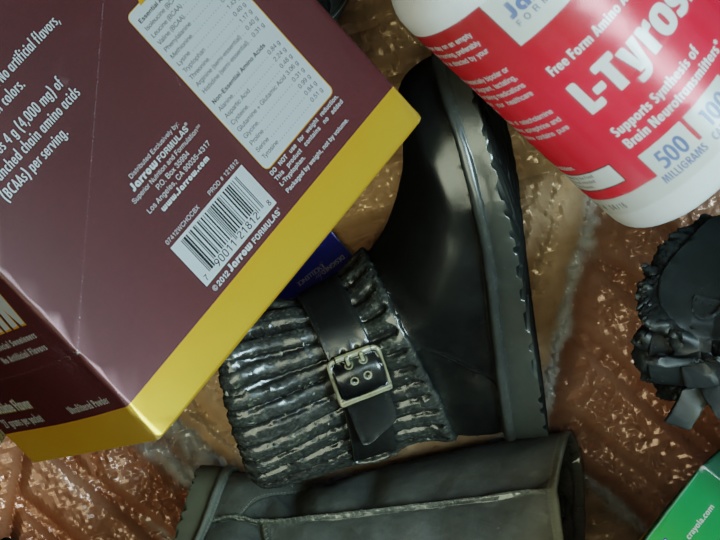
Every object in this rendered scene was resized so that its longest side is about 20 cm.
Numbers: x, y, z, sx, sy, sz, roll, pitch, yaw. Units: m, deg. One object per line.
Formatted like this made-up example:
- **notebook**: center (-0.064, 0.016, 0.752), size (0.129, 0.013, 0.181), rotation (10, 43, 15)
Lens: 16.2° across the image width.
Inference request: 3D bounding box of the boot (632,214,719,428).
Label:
- **boot**: center (0.224, 0.005, 1.127), size (0.162, 0.198, 0.074), rotation (11, 132, 30)

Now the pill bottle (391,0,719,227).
- **pill bottle**: center (0.087, -0.121, 1.108), size (0.200, 0.112, 0.112), rotation (41, 112, -18)

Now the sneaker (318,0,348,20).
- **sneaker**: center (-0.091, -0.165, 1.164), size (0.200, 0.080, 0.087), rotation (34, 123, 3)

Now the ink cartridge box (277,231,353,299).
- **ink cartridge box**: center (-0.101, -0.049, 1.230), size (0.095, 0.037, 0.200), rotation (-37, 102, 20)

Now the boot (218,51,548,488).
- **boot**: center (0.000, 0.001, 1.196), size (0.157, 0.079, 0.212), rotation (-7, 109, 6)

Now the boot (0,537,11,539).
- **boot**: center (-0.290, 0.173, 1.320), size (0.168, 0.076, 0.200), rotation (37, 105, -8)

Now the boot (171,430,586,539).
- **boot**: center (0.006, 0.154, 1.217), size (0.199, 0.182, 0.073), rotation (1, 138, 12)

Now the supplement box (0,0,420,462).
- **supplement box**: center (-0.124, -0.060, 1.085), size (0.200, 0.197, 0.133), rotation (47, 153, -16)

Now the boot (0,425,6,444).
- **boot**: center (-0.227, 0.046, 1.213), size (0.199, 0.156, 0.073), rotation (1, 117, 23)

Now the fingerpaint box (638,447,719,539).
- **fingerpaint box**: center (0.151, 0.162, 1.184), size (0.073, 0.167, 0.200), rotation (39, 113, 12)
